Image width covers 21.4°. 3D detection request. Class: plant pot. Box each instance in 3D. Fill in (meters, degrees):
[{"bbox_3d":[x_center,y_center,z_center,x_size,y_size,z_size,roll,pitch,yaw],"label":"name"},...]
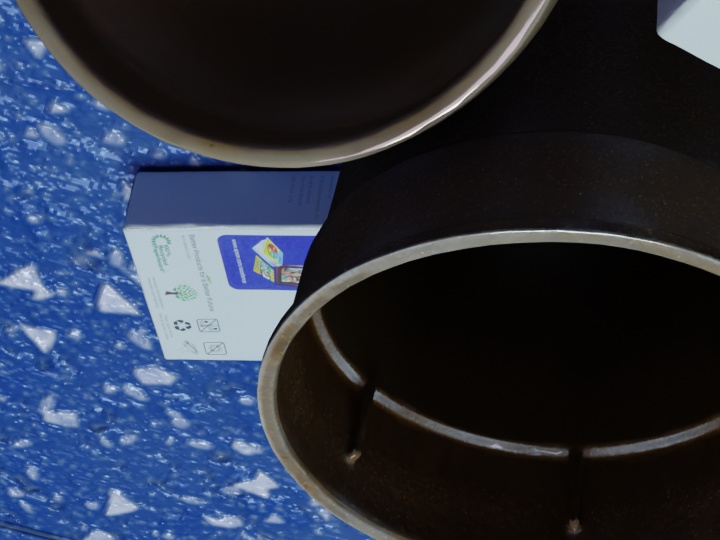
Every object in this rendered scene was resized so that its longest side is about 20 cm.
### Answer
[{"bbox_3d":[0.075,-0.025,0.689,0.198,0.199,0.201,5,142,4],"label":"plant pot"},{"bbox_3d":[-0.017,-0.140,0.615,0.199,0.093,0.203,4,106,16],"label":"plant pot"}]

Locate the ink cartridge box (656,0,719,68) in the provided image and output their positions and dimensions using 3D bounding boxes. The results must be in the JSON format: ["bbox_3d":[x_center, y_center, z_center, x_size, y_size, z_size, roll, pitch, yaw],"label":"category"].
[{"bbox_3d":[0.174,-0.157,0.553,0.083,0.145,0.200,23,138,-17],"label":"ink cartridge box"}]

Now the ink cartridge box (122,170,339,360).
[{"bbox_3d":[0.000,0.000,0.859,0.198,0.039,0.100,2,141,9],"label":"ink cartridge box"}]

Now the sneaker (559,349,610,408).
[{"bbox_3d":[0.162,0.009,0.776,0.199,0.070,0.082,-22,147,-20],"label":"sneaker"}]
